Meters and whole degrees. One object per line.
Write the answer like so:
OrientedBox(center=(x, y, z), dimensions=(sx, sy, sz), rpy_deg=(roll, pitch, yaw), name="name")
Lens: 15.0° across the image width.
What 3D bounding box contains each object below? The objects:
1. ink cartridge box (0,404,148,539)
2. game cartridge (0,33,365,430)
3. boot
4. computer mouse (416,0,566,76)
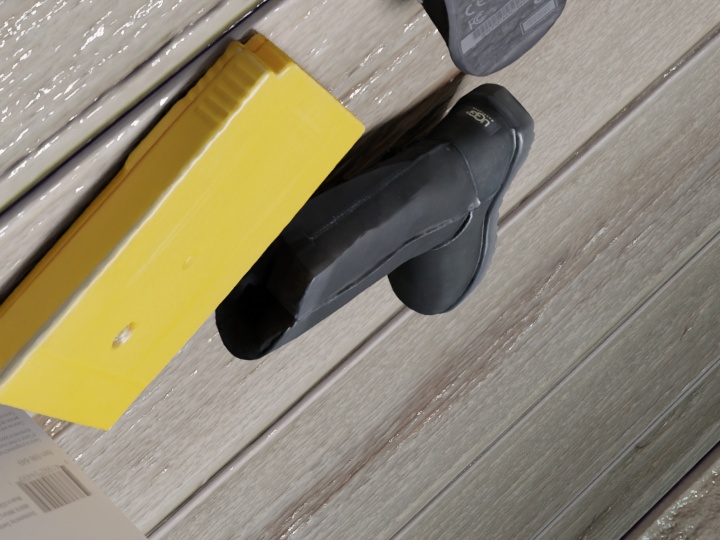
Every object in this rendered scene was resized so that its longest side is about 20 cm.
OrientedBox(center=(-0.147, 0.162, 1.206), dimensions=(0.085, 0.200, 0.146), rpy_deg=(-53, 165, 23), name="ink cartridge box")
OrientedBox(center=(-0.088, -0.015, 1.260), dimensions=(0.200, 0.032, 0.176), rpy_deg=(-50, 166, 1), name="game cartridge")
OrientedBox(center=(0.000, -0.001, 1.472), dimensions=(0.200, 0.066, 0.165), rpy_deg=(-39, 155, -43), name="boot")
OrientedBox(center=(0.069, -0.177, 1.255), dimensions=(0.140, 0.046, 0.200), rpy_deg=(-43, 154, -2), name="computer mouse")
